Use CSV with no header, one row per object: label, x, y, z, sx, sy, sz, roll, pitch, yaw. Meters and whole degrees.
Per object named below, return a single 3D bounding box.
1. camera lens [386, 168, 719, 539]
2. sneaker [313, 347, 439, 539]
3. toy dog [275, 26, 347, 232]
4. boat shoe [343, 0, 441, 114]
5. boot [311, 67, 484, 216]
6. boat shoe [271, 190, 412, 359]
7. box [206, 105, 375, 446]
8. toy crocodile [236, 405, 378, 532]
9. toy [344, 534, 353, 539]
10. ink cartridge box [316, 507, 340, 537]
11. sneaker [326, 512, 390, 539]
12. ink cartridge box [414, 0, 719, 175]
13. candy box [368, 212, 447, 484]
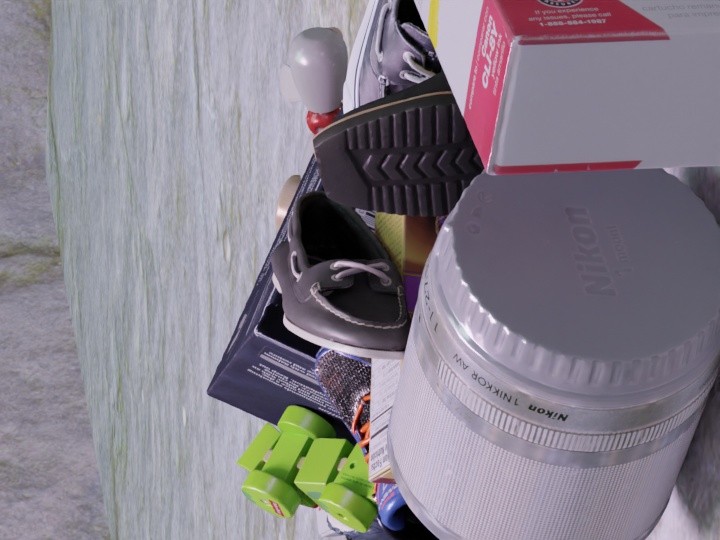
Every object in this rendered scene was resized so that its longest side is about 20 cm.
camera lens,0.103,0.052,1.372,0.200,0.160,0.160,102,159,-50
sneaker,0.036,0.116,1.547,0.200,0.078,0.075,50,131,21
toy dog,-0.009,-0.105,1.950,0.200,0.132,0.096,111,-176,-47
boat shoe,0.040,-0.139,1.592,0.068,0.072,0.200,-133,53,-67
boot,0.067,-0.108,1.410,0.138,0.200,0.078,-102,2,-46
boat shoe,-0.013,0.001,1.495,0.200,0.067,0.057,-132,49,-71
box,0.000,0.000,1.728,0.200,0.117,0.197,132,162,-72
toy crocodile,-0.012,0.133,1.683,0.200,0.062,0.068,5,59,48
toy,0.045,0.216,1.693,0.200,0.115,0.047,-106,30,-82
ink cartridge box,0.011,0.092,1.951,0.144,0.084,0.200,139,126,-73
sneaker,0.031,0.124,1.772,0.200,0.077,0.086,-52,-26,-68
ink cartridge box,0.111,-0.140,1.301,0.200,0.145,0.084,-110,21,-49
candy box,0.069,0.030,1.525,0.056,0.116,0.200,139,136,-62
